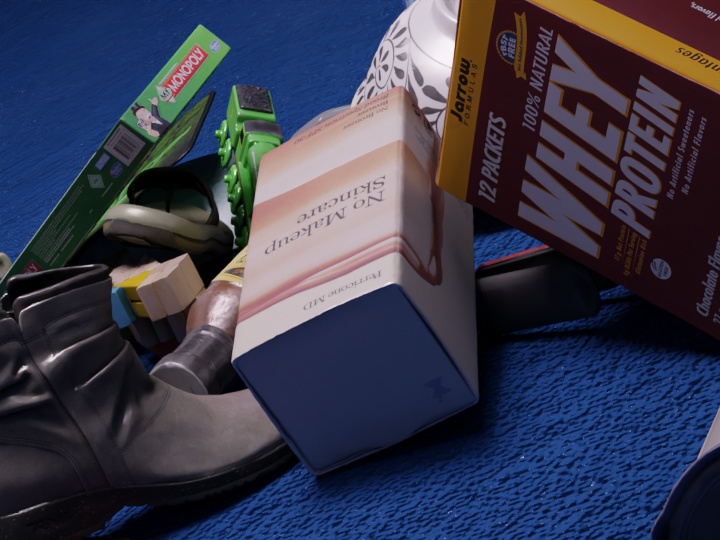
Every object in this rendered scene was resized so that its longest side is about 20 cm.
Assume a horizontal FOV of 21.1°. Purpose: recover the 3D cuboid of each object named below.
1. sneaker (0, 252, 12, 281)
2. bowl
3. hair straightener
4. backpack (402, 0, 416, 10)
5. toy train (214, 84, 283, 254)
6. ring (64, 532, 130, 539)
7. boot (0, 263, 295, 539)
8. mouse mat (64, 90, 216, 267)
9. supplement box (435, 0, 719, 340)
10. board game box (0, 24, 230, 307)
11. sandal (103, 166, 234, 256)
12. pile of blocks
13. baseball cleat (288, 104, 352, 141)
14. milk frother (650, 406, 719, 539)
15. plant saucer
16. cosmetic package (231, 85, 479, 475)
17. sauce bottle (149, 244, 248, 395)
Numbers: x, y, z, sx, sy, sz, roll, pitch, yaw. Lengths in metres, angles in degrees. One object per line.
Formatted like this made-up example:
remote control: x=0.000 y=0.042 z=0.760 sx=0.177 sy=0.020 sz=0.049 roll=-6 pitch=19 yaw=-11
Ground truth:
sneaker: x=-0.296 y=0.023 z=1.400 sx=0.075 sy=0.071 sz=0.200 roll=-21 pitch=19 yaw=1
bowl: x=0.091 y=-0.138 z=1.255 sx=0.200 sy=0.094 sz=0.201 roll=-1 pitch=38 yaw=1
hair straightener: x=0.043 y=0.025 z=1.063 sx=0.200 sy=0.041 sz=0.077 roll=-10 pitch=22 yaw=32
backpack: x=0.115 y=-0.232 z=1.441 sx=0.182 sy=0.200 sz=0.134 roll=-30 pitch=20 yaw=-26
toy train: x=-0.072 y=-0.071 z=1.365 sx=0.042 sy=0.057 sz=0.200 roll=8 pitch=28 yaw=-14
ring: x=-0.187 y=0.181 z=0.927 sx=0.200 sy=0.019 sz=0.200 roll=-20 pitch=18 yaw=7
boot: x=-0.119 y=0.056 z=0.993 sx=0.200 sy=0.131 sz=0.068 roll=-18 pitch=14 yaw=-23
mouse mat: x=-0.187 y=-0.052 z=1.458 sx=0.200 sy=0.008 sz=0.161 roll=-42 pitch=14 yaw=16
supplement box: x=0.178 y=-0.097 z=0.980 sx=0.197 sy=0.133 sz=0.200 roll=30 pitch=46 yaw=25
board game box: x=-0.169 y=-0.061 z=1.289 sx=0.200 sy=0.029 sz=0.135 roll=-47 pitch=9 yaw=36
sandal: x=-0.124 y=-0.041 z=1.290 sx=0.080 sy=0.058 sz=0.201 roll=6 pitch=0 yaw=-1
pile of blocks: x=-0.148 y=0.033 z=1.227 sx=0.082 sy=0.062 sz=0.200 roll=-30 pitch=12 yaw=-19
baseball cleat: x=0.014 y=-0.074 z=1.322 sx=0.200 sy=0.070 sz=0.106 roll=-10 pitch=22 yaw=33
milk frother: x=0.200 y=0.017 z=0.671 sx=0.180 sy=0.200 sz=0.188 roll=-7 pitch=24 yaw=27
plant saucer: x=-0.130 y=-0.050 z=1.462 sx=0.200 sy=0.039 sz=0.201 roll=-19 pitch=19 yaw=7
cosmetic package: x=0.000 y=0.000 z=1.029 sx=0.103 sy=0.087 sz=0.200 roll=-26 pitch=30 yaw=16
sauce bottle: x=-0.061 y=0.025 z=1.147 sx=0.065 sy=0.065 sz=0.200 roll=-11 pitch=23 yaw=29
